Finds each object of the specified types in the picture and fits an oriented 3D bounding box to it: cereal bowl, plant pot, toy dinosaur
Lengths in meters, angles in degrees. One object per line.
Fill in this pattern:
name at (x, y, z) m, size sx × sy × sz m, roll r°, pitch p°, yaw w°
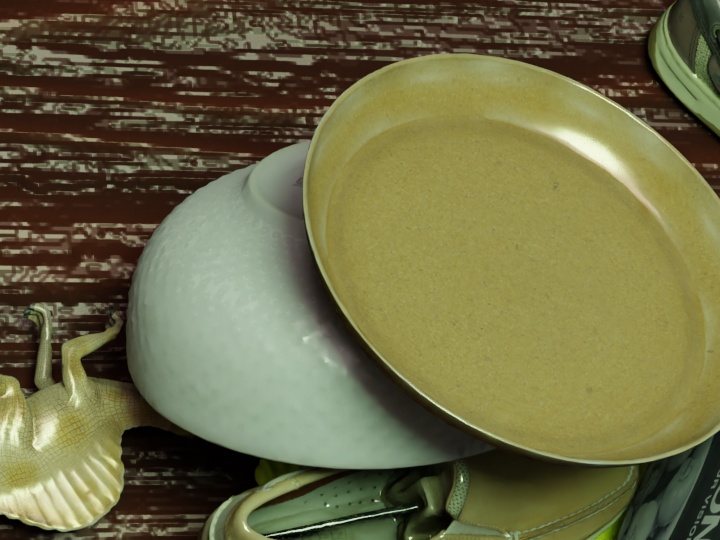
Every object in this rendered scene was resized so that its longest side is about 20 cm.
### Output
cereal bowl at (0.000, 0.000, 1.151) m, size 0.200 × 0.083 × 0.200 m, roll 1°, pitch 27°, yaw 0°
plant pot at (0.066, -0.001, 1.087) m, size 0.200 × 0.027 × 0.200 m, roll 14°, pitch 49°, yaw -16°
toy dinosaur at (-0.150, 0.071, 1.155) m, size 0.200 × 0.058 × 0.101 m, roll -29°, pitch 77°, yaw -24°

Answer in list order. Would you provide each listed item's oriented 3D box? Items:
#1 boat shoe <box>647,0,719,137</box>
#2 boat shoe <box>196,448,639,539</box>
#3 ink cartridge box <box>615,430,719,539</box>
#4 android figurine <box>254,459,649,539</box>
boat shoe at (0.227, -0.069, 1.308) m, size 0.201 × 0.066 × 0.072 m, roll 40°, pitch 62°, yaw 6°
boat shoe at (0.034, 0.096, 1.132) m, size 0.200 × 0.076 × 0.072 m, roll -16°, pitch 70°, yaw -23°
ink cartridge box at (0.137, 0.128, 1.070) m, size 0.043 × 0.200 × 0.198 m, roll 27°, pitch 79°, yaw -9°
android figurine at (0.054, 0.087, 1.208) m, size 0.200 × 0.041 × 0.182 m, roll -15°, pitch 71°, yaw -21°
